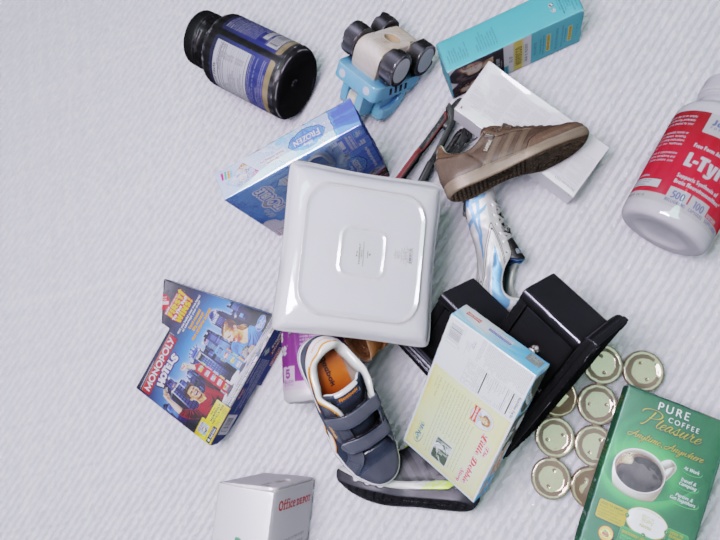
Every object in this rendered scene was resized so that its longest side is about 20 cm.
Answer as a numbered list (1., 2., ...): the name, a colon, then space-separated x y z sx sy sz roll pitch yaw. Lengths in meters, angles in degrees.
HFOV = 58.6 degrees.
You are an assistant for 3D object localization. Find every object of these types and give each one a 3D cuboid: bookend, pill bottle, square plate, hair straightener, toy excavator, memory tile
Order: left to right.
1. pill bottle: -0.173 -0.324 0.990 0.197 0.112 0.114 30 87 19
2. pill bottle: -0.055 0.074 0.876 0.109 0.112 0.206 -7 76 13
3. toy excavator: 0.001 -0.247 0.939 0.099 0.203 0.193 38 45 19
4. square plate: 0.001 -0.021 0.767 0.192 0.028 0.206 7 82 -10
5. hair straightener: 0.118 -0.162 0.924 0.076 0.041 0.202 35 84 6
6. bookend: 0.170 0.074 0.767 0.199 0.091 0.202 46 130 23
7. memory tile: 0.296 0.194 0.807 0.149 0.017 0.206 6 81 16
8. pill bottle: 0.418 -0.131 0.790 0.111 0.112 0.203 30 87 18

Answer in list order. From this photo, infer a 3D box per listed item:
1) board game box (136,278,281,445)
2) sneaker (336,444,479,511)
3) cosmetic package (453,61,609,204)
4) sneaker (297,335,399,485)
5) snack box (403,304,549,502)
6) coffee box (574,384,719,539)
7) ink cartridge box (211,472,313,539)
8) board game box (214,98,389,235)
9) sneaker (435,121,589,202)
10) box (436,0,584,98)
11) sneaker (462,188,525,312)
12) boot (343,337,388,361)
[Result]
1. board game box: -0.230 0.111 0.942 0.197 0.062 0.203 30 88 20
2. sneaker: 0.067 0.260 0.840 0.194 0.072 0.085 3 58 13
3. cosmetic package: 0.228 -0.186 0.872 0.199 0.051 0.083 39 88 9
4. sneaker: -0.011 0.172 0.768 0.078 0.079 0.203 -32 92 -19
5. snack box: 0.127 0.157 0.742 0.115 0.037 0.204 36 126 29
6. coffee box: 0.339 0.252 0.752 0.120 0.044 0.205 18 85 17
7. ink cartridge box: -0.128 0.370 0.817 0.082 0.146 0.206 3 78 16
8. board game box: -0.069 -0.130 0.875 0.195 0.200 0.044 -26 76 8
9. sneaker: 0.189 -0.159 0.814 0.195 0.071 0.077 -21 73 0
10. box: 0.209 -0.320 0.902 0.196 0.082 0.050 -23 74 10
11. sneaker: 0.180 -0.042 0.855 0.071 0.071 0.206 -11 82 27
12. boot: 0.000 0.000 0.828 0.202 0.155 0.073 53 138 -7
